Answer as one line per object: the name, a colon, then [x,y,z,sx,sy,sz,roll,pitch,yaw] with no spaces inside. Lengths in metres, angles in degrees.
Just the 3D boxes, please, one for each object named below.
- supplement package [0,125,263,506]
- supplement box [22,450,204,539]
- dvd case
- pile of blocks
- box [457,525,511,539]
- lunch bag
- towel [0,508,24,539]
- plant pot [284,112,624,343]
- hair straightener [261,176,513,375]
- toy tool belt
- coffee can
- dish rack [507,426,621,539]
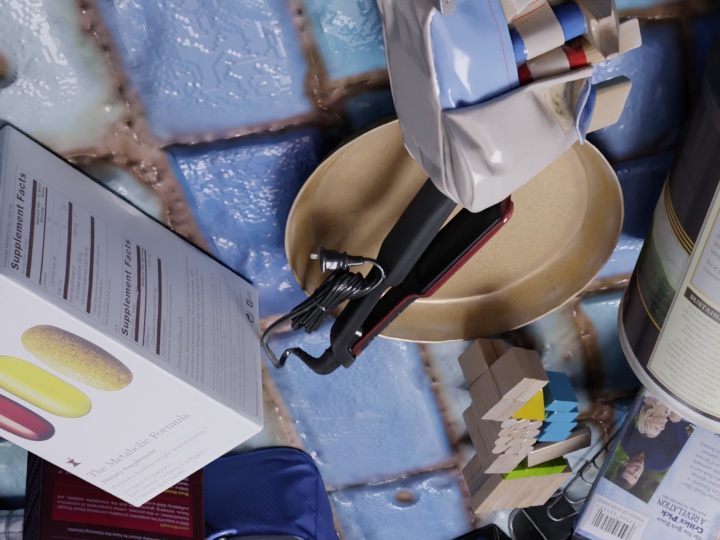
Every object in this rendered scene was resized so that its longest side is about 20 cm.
supplement package: [-0.164,0.031,0.951,0.113,0.110,0.199,-33,132,27]
supplement box: [-0.155,0.170,1.039,0.108,0.201,0.061,11,137,-18]
dvd case: [0.238,0.112,1.051,0.142,0.018,0.201,24,103,1]
pile of blocks: [0.105,0.089,1.090,0.081,0.063,0.201,-16,149,-7]
box: [0.064,0.288,1.318,0.199,0.050,0.160,-26,133,21]
lunch bag: [-0.080,0.228,1.167,0.134,0.133,0.201,-10,139,5]
towel: [-0.243,0.256,1.216,0.164,0.086,0.201,-6,139,1]
plant pot: [0.054,-0.030,0.970,0.198,0.028,0.201,-4,139,-3]
hair straightener: [0.000,0.000,0.957,0.076,0.041,0.200,22,136,-28]
toy tool belt: [0.074,-0.133,0.803,0.122,0.125,0.201,-24,132,-14]
coffee can: [0.233,-0.023,0.908,0.145,0.147,0.201,1,138,-8]
dish rack: [0.205,0.173,1.134,0.054,0.154,0.200,-24,157,-45]
